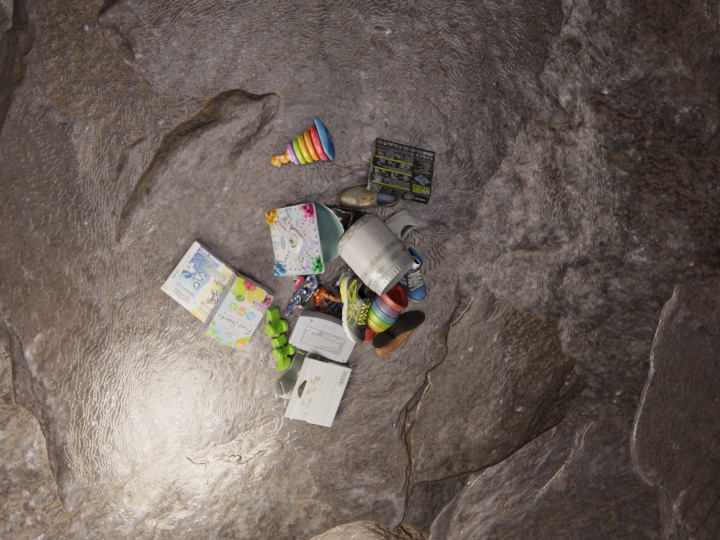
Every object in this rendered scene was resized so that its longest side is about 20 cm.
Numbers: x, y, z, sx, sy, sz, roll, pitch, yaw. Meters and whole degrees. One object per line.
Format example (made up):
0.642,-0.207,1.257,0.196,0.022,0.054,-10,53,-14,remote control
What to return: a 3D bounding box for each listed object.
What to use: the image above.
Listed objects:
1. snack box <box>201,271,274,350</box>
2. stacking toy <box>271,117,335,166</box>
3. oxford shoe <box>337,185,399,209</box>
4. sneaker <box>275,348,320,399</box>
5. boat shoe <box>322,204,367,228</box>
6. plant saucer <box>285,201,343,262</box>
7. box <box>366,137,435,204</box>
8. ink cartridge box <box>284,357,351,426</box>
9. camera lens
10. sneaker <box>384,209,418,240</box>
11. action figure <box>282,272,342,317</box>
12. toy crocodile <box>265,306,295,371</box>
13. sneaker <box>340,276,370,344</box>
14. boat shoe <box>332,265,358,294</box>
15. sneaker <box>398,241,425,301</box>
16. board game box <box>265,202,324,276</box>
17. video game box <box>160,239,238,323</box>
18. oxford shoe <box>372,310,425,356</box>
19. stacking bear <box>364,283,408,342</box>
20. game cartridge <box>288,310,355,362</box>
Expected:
-0.372,0.126,1.646,0.141,0.053,0.203,31,93,-33,snack box
-0.181,-0.361,1.622,0.195,0.110,0.119,-21,82,9,stacking toy
0.025,-0.227,1.658,0.193,0.074,0.073,-4,96,-4,oxford shoe
-0.193,0.318,1.704,0.070,0.081,0.201,33,72,23,sneaker
-0.031,-0.158,1.665,0.194,0.065,0.074,17,93,-7,boat shoe
-0.134,-0.122,1.644,0.195,0.039,0.206,11,122,17,plant saucer
0.125,-0.305,1.642,0.194,0.044,0.165,12,70,-6,box
-0.137,0.378,1.697,0.170,0.043,0.205,19,94,-26,ink cartridge box
0.040,-0.051,1.554,0.160,0.160,0.201,-43,80,1,camera lens
0.089,-0.106,1.654,0.198,0.089,0.076,-37,136,-5,sneaker
-0.152,0.086,1.685,0.194,0.105,0.199,48,118,-1,action figure
-0.259,0.215,1.691,0.067,0.061,0.206,-21,99,-44,toy crocodile
-0.008,0.117,1.607,0.083,0.074,0.207,-11,89,37,sneaker
0.000,0.000,1.681,0.090,0.071,0.202,37,93,-9,boat shoe
0.159,0.008,1.655,0.079,0.146,0.205,-25,96,-10,sneaker
-0.201,-0.088,1.614,0.196,0.026,0.207,-4,97,38,board game box
-0.481,0.041,1.658,0.198,0.047,0.184,38,94,-8,video game box
0.127,0.201,1.726,0.197,0.072,0.072,-33,136,-9,oxford shoe
0.050,0.140,1.671,0.119,0.115,0.201,17,123,-38,stacking bear
-0.110,0.201,1.658,0.195,0.041,0.135,21,121,-12,game cartridge
